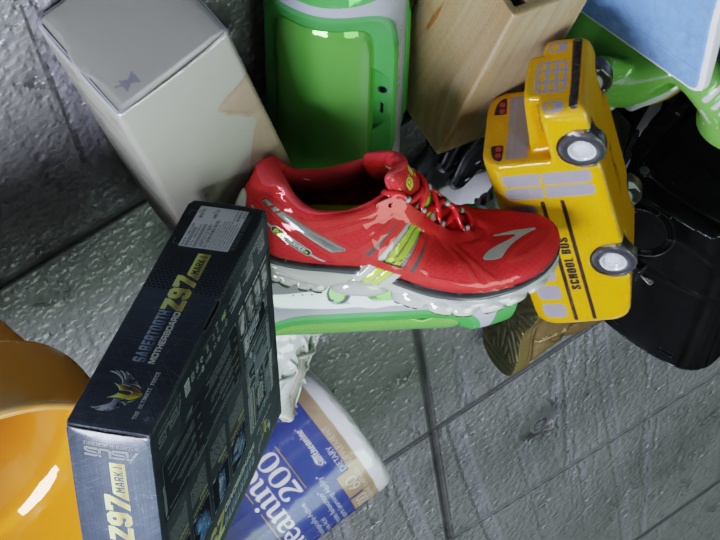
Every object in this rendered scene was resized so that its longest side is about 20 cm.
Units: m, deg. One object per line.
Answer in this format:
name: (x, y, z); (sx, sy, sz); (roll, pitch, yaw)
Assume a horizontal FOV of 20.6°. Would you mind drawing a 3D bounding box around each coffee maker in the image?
coffee maker: (0.234, -0.024, 1.458); (0.192, 0.135, 0.200); (-23, 151, -17)

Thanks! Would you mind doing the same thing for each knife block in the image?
knife block: (0.071, -0.114, 1.235); (0.064, 0.200, 0.176); (-24, 116, -26)

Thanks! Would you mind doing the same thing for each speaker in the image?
speaker: (-0.016, -0.126, 1.203); (0.088, 0.088, 0.200); (-27, 147, -21)
speaker: (0.000, 0.000, 1.307); (0.200, 0.089, 0.089); (-2, 137, -13)

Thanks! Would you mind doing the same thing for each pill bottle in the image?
pill bottle: (-0.086, 0.174, 1.481); (0.200, 0.111, 0.111); (-37, 149, -7)

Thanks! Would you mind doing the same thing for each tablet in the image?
tablet: (0.137, -0.201, 1.163); (0.014, 0.200, 0.130); (-37, 151, -26)

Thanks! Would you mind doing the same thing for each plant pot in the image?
plant pot: (-0.257, 0.085, 1.110); (0.200, 0.183, 0.200); (-27, 146, -20)

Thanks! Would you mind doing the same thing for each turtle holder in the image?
turtle holder: (0.183, -0.168, 1.281); (0.132, 0.185, 0.141); (38, 71, -72)

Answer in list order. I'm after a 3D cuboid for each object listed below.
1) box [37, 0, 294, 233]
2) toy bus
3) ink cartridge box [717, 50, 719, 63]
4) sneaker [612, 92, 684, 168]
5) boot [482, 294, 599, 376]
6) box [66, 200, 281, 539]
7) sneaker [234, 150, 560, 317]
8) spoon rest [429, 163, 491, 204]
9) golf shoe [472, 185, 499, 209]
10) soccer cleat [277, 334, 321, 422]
box: (-0.103, -0.085, 1.152); (0.078, 0.095, 0.200); (-37, 150, -8)
toy bus: (0.128, -0.052, 1.222); (0.078, 0.065, 0.200); (-4, 142, 17)
ink cartridge box: (0.331, -0.140, 1.568); (0.145, 0.083, 0.200); (-25, 145, -24)
sneaker: (0.186, -0.109, 1.445); (0.200, 0.066, 0.090); (-57, 169, 28)
boot: (0.196, -0.011, 1.611); (0.200, 0.066, 0.175); (-28, 157, -21)
box: (-0.097, 0.082, 1.086); (0.200, 0.051, 0.158); (-66, 159, -49)
sneaker: (0.027, -0.028, 1.153); (0.200, 0.077, 0.085); (4, 126, -13)
spoon rest: (0.098, -0.076, 1.416); (0.200, 0.061, 0.099); (-51, 148, 16)
golf shoe: (0.116, -0.042, 1.372); (0.091, 0.075, 0.200); (-8, 143, 2)
soccer cleat: (-0.060, 0.059, 1.390); (0.200, 0.085, 0.069); (-49, 148, 14)
